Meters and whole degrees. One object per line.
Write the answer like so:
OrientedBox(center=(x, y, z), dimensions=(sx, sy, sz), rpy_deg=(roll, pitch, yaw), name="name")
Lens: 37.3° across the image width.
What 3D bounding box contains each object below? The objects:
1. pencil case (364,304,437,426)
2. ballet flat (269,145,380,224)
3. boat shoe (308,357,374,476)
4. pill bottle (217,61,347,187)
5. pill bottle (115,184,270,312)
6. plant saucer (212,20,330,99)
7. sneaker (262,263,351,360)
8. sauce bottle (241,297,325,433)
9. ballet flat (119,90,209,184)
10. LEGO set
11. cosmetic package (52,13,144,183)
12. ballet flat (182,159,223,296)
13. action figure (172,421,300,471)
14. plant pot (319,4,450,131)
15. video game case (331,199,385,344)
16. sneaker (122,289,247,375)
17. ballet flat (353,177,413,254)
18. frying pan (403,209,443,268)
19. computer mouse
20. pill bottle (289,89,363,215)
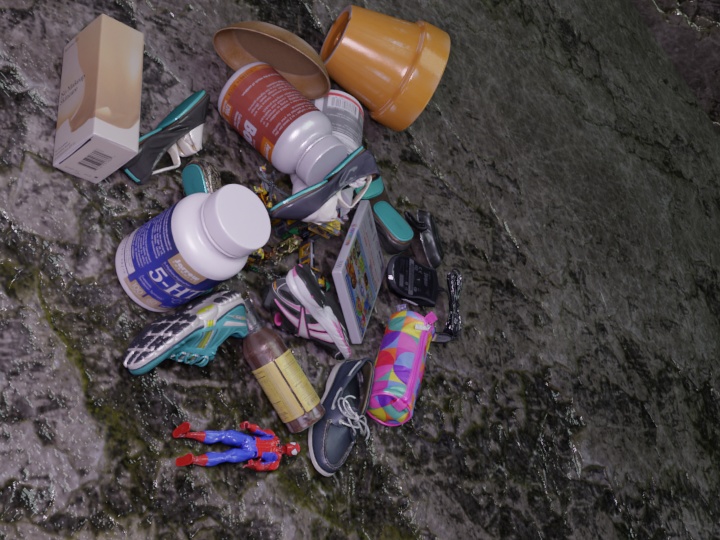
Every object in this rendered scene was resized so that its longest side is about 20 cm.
OrientedBox(center=(0.064, 0.150, 1.709), dimensions=(0.088, 0.088, 0.200), rpy_deg=(43, 43, -24), name="pencil case")
OrientedBox(center=(-0.043, -0.112, 1.569), dimensions=(0.200, 0.073, 0.073), rpy_deg=(-38, 99, -33), name="ballet flat")
OrientedBox(center=(-0.021, 0.214, 1.590), dimensions=(0.075, 0.062, 0.200), rpy_deg=(47, 41, -24), name="boat shoe")
OrientedBox(center=(-0.117, -0.220, 1.637), dimensions=(0.200, 0.112, 0.112), rpy_deg=(44, 32, 21), name="pill bottle")
OrientedBox(center=(-0.216, -0.032, 1.393), dimensions=(0.120, 0.200, 0.120), rpy_deg=(27, 50, -37), name="pill bottle")
OrientedBox(center=(-0.134, -0.336, 1.675), dimensions=(0.200, 0.200, 0.035), rpy_deg=(32, 73, -34), name="plant saucer")
OrientedBox(center=(-0.082, 0.068, 1.601), dimensions=(0.080, 0.086, 0.200), rpy_deg=(-98, 162, -47), name="sneaker")
OrientedBox(center=(-0.123, 0.132, 1.516), dimensions=(0.065, 0.065, 0.200), rpy_deg=(-35, 97, -53), name="sauce bottle")
OrientedBox(center=(-0.273, -0.184, 1.525), dimensions=(0.200, 0.068, 0.068), rpy_deg=(-47, 114, -41), name="ballet flat")
OrientedBox(center=(-0.102, -0.055, 1.608), dimensions=(0.200, 0.116, 0.154), rpy_deg=(33, 46, -33), name="LEGO set")
OrientedBox(center=(-0.351, -0.231, 1.435), dimensions=(0.071, 0.105, 0.200), rpy_deg=(23, 51, -40), name="cosmetic package")
OrientedBox(center=(-0.206, -0.059, 1.519), dimensions=(0.075, 0.068, 0.200), rpy_deg=(2, 78, -58), name="ballet flat")
OrientedBox(center=(-0.157, 0.237, 1.432), dimensions=(0.200, 0.052, 0.065), rpy_deg=(13, 55, -48), name="action figure")
OrientedBox(center=(0.031, -0.379, 1.919), dimensions=(0.183, 0.200, 0.200), rpy_deg=(24, 50, -19), name="plant pot")
OrientedBox(center=(0.000, 0.000, 1.711), dimensions=(0.200, 0.018, 0.143), rpy_deg=(-71, 152, -51), name="video game case")
OrientedBox(center=(-0.222, 0.093, 1.410), dimensions=(0.200, 0.077, 0.080), rpy_deg=(-29, 111, -41), name="sneaker")
OrientedBox(center=(0.018, -0.110, 1.816), dimensions=(0.068, 0.068, 0.200), rpy_deg=(-17, 70, -33), name="ballet flat")
OrientedBox(center=(0.113, -0.080, 1.892), dimensions=(0.190, 0.031, 0.115), rpy_deg=(64, 16, -46), name="frying pan")
OrientedBox(center=(0.103, 0.054, 1.855), dimensions=(0.200, 0.046, 0.140), rpy_deg=(13, 71, -45), name="computer mouse")
OrientedBox(center=(-0.056, -0.187, 1.746), dimensions=(0.114, 0.114, 0.200), rpy_deg=(32, 47, -34), name="pill bottle")
